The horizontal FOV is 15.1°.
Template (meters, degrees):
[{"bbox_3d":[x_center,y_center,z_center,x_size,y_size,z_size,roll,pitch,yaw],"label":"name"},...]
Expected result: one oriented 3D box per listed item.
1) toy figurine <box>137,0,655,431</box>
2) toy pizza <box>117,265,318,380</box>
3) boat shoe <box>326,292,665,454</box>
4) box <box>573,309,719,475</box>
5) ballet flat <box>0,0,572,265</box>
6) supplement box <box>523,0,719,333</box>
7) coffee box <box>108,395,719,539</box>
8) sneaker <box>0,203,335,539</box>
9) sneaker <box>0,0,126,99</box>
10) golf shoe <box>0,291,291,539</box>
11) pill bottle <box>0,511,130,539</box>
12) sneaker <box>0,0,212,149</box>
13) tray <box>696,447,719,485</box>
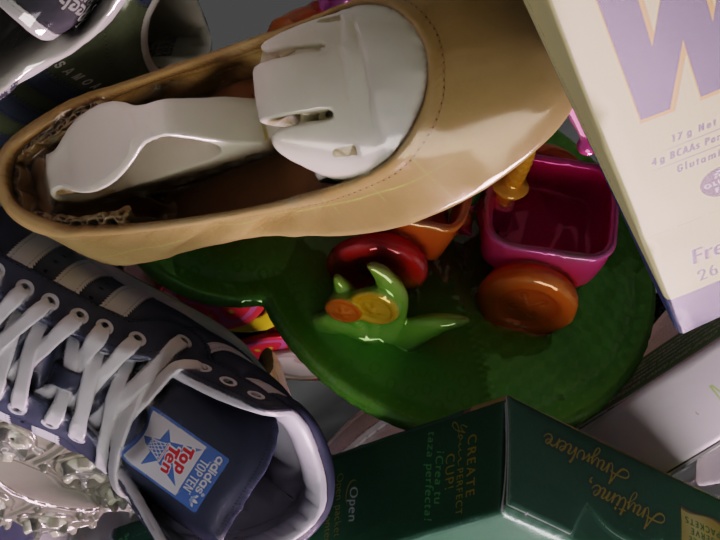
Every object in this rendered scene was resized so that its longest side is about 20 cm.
[{"bbox_3d":[0.030,-0.059,0.877,0.199,0.151,0.184,13,143,-8],"label":"toy figurine"},{"bbox_3d":[0.000,0.000,1.068,0.199,0.032,0.200,-7,150,-4],"label":"toy pizza"},{"bbox_3d":[0.066,0.057,1.111,0.199,0.072,0.069,-20,158,0],"label":"boat shoe"},{"bbox_3d":[0.165,0.000,0.984,0.144,0.036,0.200,-37,-178,40],"label":"box"},{"bbox_3d":[-0.027,-0.040,0.803,0.199,0.069,0.063,-18,163,34],"label":"ballet flat"},{"bbox_3d":[0.085,-0.134,0.667,0.134,0.201,0.200,-24,144,4],"label":"supplement box"},{"bbox_3d":[0.018,0.105,0.953,0.123,0.044,0.200,26,146,-37],"label":"coffee box"},{"bbox_3d":[-0.094,0.033,0.862,0.199,0.109,0.070,25,101,-32],"label":"sneaker"},{"bbox_3d":[-0.064,-0.114,0.758,0.200,0.081,0.076,-45,118,12],"label":"sneaker"},{"bbox_3d":[-0.093,0.051,1.011,0.078,0.098,0.200,-18,154,31],"label":"golf shoe"},{"bbox_3d":[-0.140,0.140,1.183,0.119,0.120,0.200,-14,149,10],"label":"pill bottle"},{"bbox_3d":[-0.094,-0.069,0.887,0.089,0.067,0.200,7,144,-15],"label":"sneaker"},{"bbox_3d":[0.179,0.034,1.067,0.107,0.022,0.200,-50,180,-8],"label":"tray"}]
